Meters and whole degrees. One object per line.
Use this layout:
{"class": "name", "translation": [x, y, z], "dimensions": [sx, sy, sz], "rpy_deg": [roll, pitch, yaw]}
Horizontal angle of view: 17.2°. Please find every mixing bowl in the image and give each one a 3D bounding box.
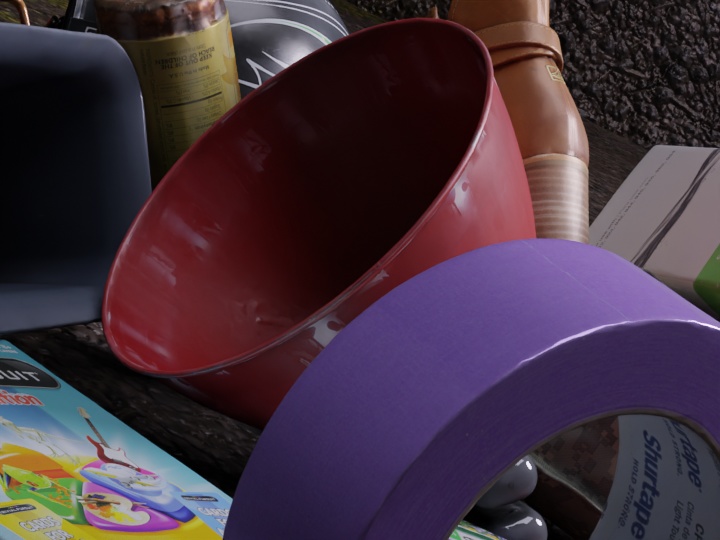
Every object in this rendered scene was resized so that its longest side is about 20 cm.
{"class": "mixing bowl", "translation": [0.000, 0.000, 1.012], "dimensions": [0.108, 0.200, 0.200], "rpy_deg": [49, -2, -30]}

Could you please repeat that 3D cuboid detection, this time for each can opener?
{"class": "can opener", "translation": [0.015, 0.089, 1.080], "dimensions": [0.067, 0.054, 0.200], "rpy_deg": [-15, 15, -17]}

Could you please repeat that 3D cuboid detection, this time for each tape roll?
{"class": "tape roll", "translation": [0.053, 0.093, 0.799], "dimensions": [0.200, 0.201, 0.066], "rpy_deg": [15, 15, -39]}

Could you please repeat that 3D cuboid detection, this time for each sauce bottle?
{"class": "sauce bottle", "translation": [-0.083, -0.041, 1.132], "dimensions": [0.066, 0.201, 0.066], "rpy_deg": [-5, 25, 2]}

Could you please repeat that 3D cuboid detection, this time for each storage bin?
{"class": "storage bin", "translation": [-0.194, -0.043, 1.012], "dimensions": [0.134, 0.146, 0.200], "rpy_deg": [-5, 1, 21]}

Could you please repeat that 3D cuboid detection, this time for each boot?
{"class": "boot", "translation": [0.028, -0.044, 1.137], "dimensions": [0.076, 0.156, 0.200], "rpy_deg": [9, -25, -35]}

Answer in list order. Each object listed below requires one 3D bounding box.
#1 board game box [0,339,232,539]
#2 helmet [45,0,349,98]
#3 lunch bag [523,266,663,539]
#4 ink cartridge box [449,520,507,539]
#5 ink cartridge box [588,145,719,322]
{"class": "board game box", "translation": [-0.118, 0.088, 0.852], "dimensions": [0.200, 0.047, 0.151], "rpy_deg": [32, 14, 29]}
{"class": "helmet", "translation": [-0.091, -0.098, 1.369], "dimensions": [0.190, 0.201, 0.200], "rpy_deg": [16, 14, -15]}
{"class": "lunch bag", "translation": [0.148, 0.093, 1.132], "dimensions": [0.200, 0.118, 0.164], "rpy_deg": [42, -5, -8]}
{"class": "ink cartridge box", "translation": [0.054, 0.144, 0.944], "dimensions": [0.199, 0.051, 0.109], "rpy_deg": [24, 11, 0]}
{"class": "ink cartridge box", "translation": [0.209, 0.015, 1.154], "dimensions": [0.145, 0.084, 0.200], "rpy_deg": [39, -7, -17]}
